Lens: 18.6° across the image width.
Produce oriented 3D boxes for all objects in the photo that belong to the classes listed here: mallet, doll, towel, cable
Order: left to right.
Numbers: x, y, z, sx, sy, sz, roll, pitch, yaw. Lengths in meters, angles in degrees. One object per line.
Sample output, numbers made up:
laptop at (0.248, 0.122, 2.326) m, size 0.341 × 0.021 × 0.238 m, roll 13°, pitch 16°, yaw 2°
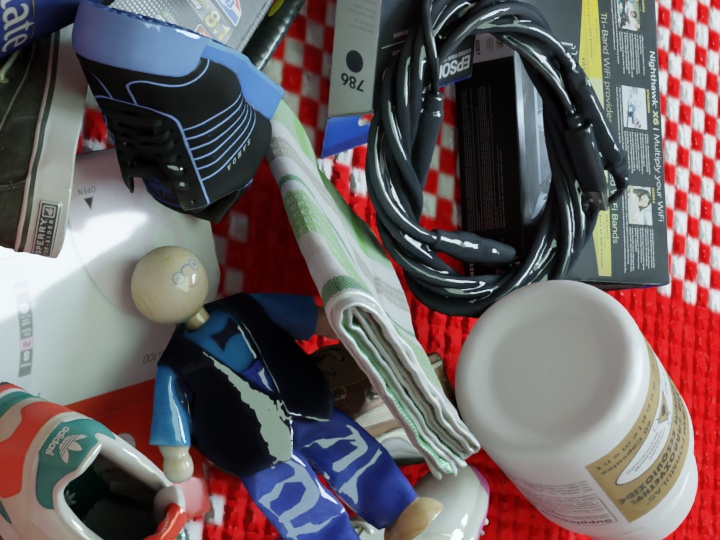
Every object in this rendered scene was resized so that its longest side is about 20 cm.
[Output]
doll at (-0.045, 0.068, 1.120) m, size 0.200 × 0.048 × 0.137 m, roll 49°, pitch 59°, yaw -9°
mallet at (-0.024, -0.166, 1.245) m, size 0.041 × 0.065 × 0.201 m, roll 51°, pitch 52°, yaw -41°
towel at (0.000, 0.000, 1.173) m, size 0.150 × 0.031 × 0.201 m, roll 57°, pitch 7°, yaw -40°
cable at (0.069, -0.071, 1.280) m, size 0.163 × 0.051 × 0.201 m, roll -39°, pitch 122°, yaw -15°

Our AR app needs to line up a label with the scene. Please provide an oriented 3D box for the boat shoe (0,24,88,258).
boat shoe at (-0.164, -0.077, 1.043) m, size 0.063 × 0.201 × 0.071 m, roll 10°, pitch 118°, yaw -10°

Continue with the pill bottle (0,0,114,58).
pill bottle at (-0.174, -0.155, 1.011) m, size 0.199 × 0.112 × 0.113 m, roll -30°, pitch 108°, yaw -24°

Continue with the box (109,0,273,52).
box at (-0.122, -0.201, 1.160) m, size 0.200 × 0.044 × 0.161 m, roll 51°, pitch 52°, yaw -30°

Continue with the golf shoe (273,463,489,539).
golf shoe at (-0.005, 0.164, 1.212) m, size 0.200 × 0.075 × 0.092 m, roll -47°, pitch 109°, yaw -29°

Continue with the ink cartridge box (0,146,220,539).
ink cartridge box at (-0.135, 0.043, 1.115) m, size 0.162 × 0.057 × 0.202 m, roll -16°, pitch 92°, yaw -47°

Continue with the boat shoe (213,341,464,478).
boat shoe at (-0.015, 0.076, 1.228) m, size 0.199 × 0.075 × 0.073 m, roll 2°, pitch 79°, yaw -54°

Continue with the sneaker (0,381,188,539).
sneaker at (-0.115, 0.135, 1.071) m, size 0.071 × 0.093 × 0.200 m, roll -54°, pitch 134°, yaw -24°

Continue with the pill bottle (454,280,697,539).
pill bottle at (0.139, 0.096, 1.326) m, size 0.200 × 0.113 × 0.115 m, roll 49°, pitch 50°, yaw -57°

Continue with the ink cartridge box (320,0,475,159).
ink cartridge box at (0.029, -0.161, 1.262) m, size 0.099 × 0.039 × 0.202 m, roll -25°, pitch 130°, yaw -46°

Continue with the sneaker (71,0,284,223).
sneaker at (-0.089, -0.071, 1.053) m, size 0.200 × 0.070 × 0.079 m, roll 24°, pitch 84°, yaw -71°

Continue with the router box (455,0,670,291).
router box at (0.129, -0.089, 1.410) m, size 0.156 × 0.052 × 0.202 m, roll 3°, pitch 83°, yaw -47°
